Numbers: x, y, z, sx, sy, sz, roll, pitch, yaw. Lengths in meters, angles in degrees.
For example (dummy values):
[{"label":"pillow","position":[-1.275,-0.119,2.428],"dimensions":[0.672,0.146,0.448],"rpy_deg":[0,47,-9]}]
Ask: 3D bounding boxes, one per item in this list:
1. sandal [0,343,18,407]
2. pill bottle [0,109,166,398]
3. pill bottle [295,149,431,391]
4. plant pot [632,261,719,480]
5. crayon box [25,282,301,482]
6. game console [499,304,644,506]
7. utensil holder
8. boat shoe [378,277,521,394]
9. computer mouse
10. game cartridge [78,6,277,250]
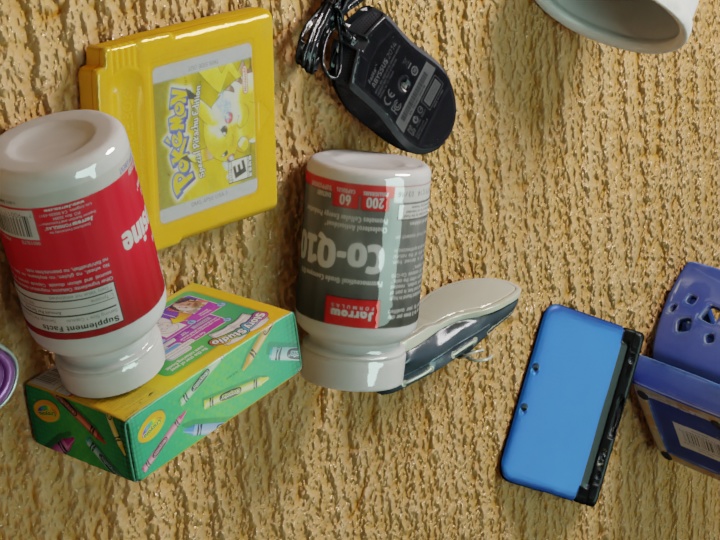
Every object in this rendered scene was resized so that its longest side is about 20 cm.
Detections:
[{"label":"sandal","position":[-0.317,0.063,1.406],"dimensions":[0.202,0.049,0.083],"rpy_deg":[13,91,-53]},{"label":"pill bottle","position":[-0.210,-0.009,1.468],"dimensions":[0.112,0.112,0.202],"rpy_deg":[-38,129,-38]},{"label":"pill bottle","position":[0.000,0.000,1.738],"dimensions":[0.113,0.113,0.202],"rpy_deg":[-10,109,-50]},{"label":"plant pot","position":[0.441,0.137,2.286],"dimensions":[0.180,0.199,0.201],"rpy_deg":[-48,136,-23]},{"label":"crayon box","position":[-0.156,0.086,1.563],"dimensions":[0.199,0.118,0.059],"rpy_deg":[-33,126,-41]},{"label":"game console","position":[0.235,0.151,2.168],"dimensions":[0.171,0.117,0.202],"rpy_deg":[42,65,-83]},{"label":"utensil holder","position":[0.282,-0.345,1.940],"dimensions":[0.170,0.169,0.202],"rpy_deg":[37,72,-50]},{"label":"boat shoe","position":[0.084,0.063,1.899],"dimensions":[0.199,0.074,0.062],"rpy_deg":[-28,121,-42]},{"label":"computer mouse","position":[0.014,-0.185,1.753],"dimensions":[0.200,0.052,0.139],"rpy_deg":[47,63,-36]},{"label":"game cartridge","position":[-0.145,-0.112,1.584],"dimensions":[0.199,0.032,0.178],"rpy_deg":[-24,119,-47]}]
